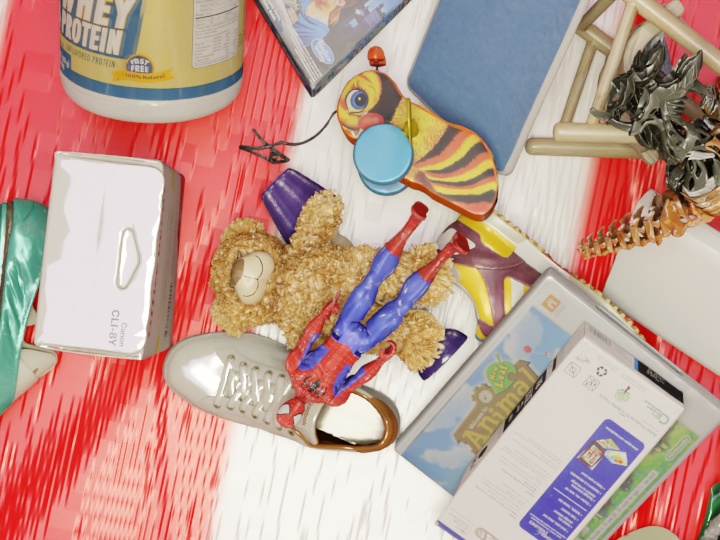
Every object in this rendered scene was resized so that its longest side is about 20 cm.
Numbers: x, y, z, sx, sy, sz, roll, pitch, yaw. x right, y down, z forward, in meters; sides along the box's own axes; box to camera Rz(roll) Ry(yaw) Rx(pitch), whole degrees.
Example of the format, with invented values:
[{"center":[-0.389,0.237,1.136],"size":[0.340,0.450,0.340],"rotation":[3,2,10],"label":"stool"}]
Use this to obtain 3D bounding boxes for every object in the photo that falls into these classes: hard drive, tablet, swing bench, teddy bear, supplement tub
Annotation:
[{"center":[0.288,0.034,1.380],"size":[0.200,0.132,0.027],"rotation":[34,58,16],"label":"hard drive"},{"center":[0.108,-0.187,1.376],"size":[0.130,0.014,0.201],"rotation":[46,131,29],"label":"tablet"},{"center":[0.247,-0.122,1.368],"size":[0.199,0.199,0.130],"rotation":[19,89,-1],"label":"swing bench"},{"center":[-0.025,0.016,1.380],"size":[0.199,0.067,0.146],"rotation":[27,111,5],"label":"teddy bear"},{"center":[-0.158,-0.228,1.356],"size":[0.144,0.145,0.201],"rotation":[3,116,-1],"label":"supplement tub"}]

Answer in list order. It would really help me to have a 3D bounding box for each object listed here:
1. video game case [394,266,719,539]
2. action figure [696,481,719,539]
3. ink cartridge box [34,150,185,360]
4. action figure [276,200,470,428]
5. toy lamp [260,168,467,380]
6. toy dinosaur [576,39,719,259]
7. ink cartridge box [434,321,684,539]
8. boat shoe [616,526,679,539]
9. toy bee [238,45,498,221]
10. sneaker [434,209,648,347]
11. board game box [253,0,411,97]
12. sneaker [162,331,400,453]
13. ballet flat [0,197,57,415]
[{"center":[0.156,0.125,1.410],"size":[0.182,0.022,0.200],"rotation":[38,111,-6],"label":"video game case"},{"center":[0.321,0.203,1.442],"size":[0.118,0.055,0.201],"rotation":[31,93,-3],"label":"action figure"},{"center":[-0.187,-0.011,1.357],"size":[0.083,0.200,0.146],"rotation":[6,89,-1],"label":"ink cartridge box"},{"center":[-0.001,0.042,1.335],"size":[0.065,0.052,0.200],"rotation":[36,108,-8],"label":"action figure"},{"center":[0.000,0.000,1.432],"size":[0.200,0.058,0.058],"rotation":[45,89,0],"label":"toy lamp"},{"center":[0.235,-0.082,1.227],"size":[0.200,0.102,0.136],"rotation":[-46,108,-22],"label":"toy dinosaur"},{"center":[0.153,0.146,1.386],"size":[0.099,0.039,0.200],"rotation":[36,109,-5],"label":"ink cartridge box"},{"center":[0.194,0.296,1.435],"size":[0.073,0.063,0.202],"rotation":[28,74,29],"label":"boat shoe"},{"center":[0.022,-0.116,1.387],"size":[0.199,0.131,0.109],"rotation":[19,85,-15],"label":"toy bee"},{"center":[0.141,0.036,1.431],"size":[0.200,0.075,0.090],"rotation":[39,89,8],"label":"sneaker"},{"center":[-0.006,-0.278,1.433],"size":[0.199,0.062,0.201],"rotation":[-31,90,-2],"label":"board game box"},{"center":[-0.062,0.096,1.417],"size":[0.199,0.085,0.073],"rotation":[15,91,0],"label":"sneaker"},{"center":[-0.271,0.044,1.424],"size":[0.070,0.067,0.201],"rotation":[12,91,-15],"label":"ballet flat"}]
